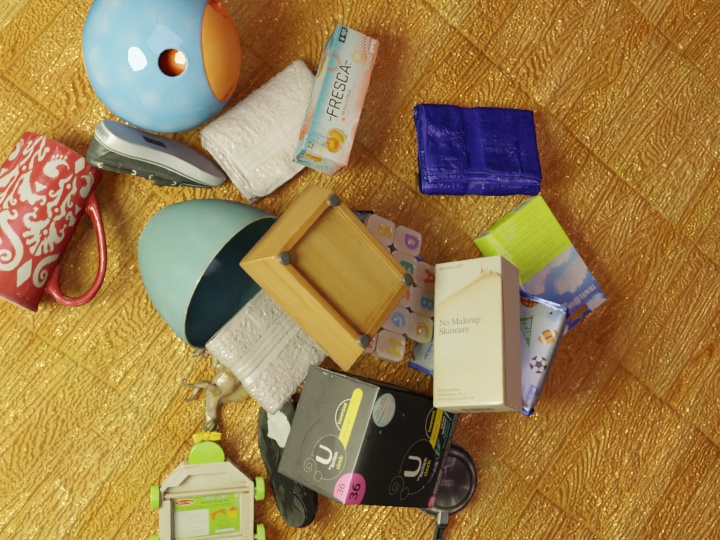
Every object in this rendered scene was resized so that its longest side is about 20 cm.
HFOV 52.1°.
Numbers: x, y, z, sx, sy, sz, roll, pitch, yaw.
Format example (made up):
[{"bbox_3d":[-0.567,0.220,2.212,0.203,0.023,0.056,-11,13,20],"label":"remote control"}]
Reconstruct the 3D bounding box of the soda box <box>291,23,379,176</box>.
[{"bbox_3d":[-0.035,-0.241,1.049,0.068,0.064,0.200,19,75,-18],"label":"soda box"}]

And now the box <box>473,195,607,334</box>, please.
[{"bbox_3d":[0.286,-0.003,1.165,0.122,0.048,0.200,-37,97,-13],"label":"box"}]

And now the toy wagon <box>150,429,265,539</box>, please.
[{"bbox_3d":[-0.210,0.317,1.018,0.155,0.040,0.200,0,92,-15],"label":"toy wagon"}]

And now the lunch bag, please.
[{"bbox_3d":[0.187,0.102,1.093,0.200,0.124,0.170,19,84,19],"label":"lunch bag"}]

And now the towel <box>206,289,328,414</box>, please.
[{"bbox_3d":[-0.099,0.082,1.002,0.133,0.034,0.200,49,55,-9],"label":"towel"}]

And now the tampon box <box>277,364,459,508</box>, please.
[{"bbox_3d":[0.017,0.227,0.998,0.200,0.126,0.150,22,82,-49],"label":"tampon box"}]

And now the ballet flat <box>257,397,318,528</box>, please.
[{"bbox_3d":[-0.105,0.268,1.059,0.066,0.057,0.200,-11,86,12],"label":"ballet flat"}]

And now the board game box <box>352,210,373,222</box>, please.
[{"bbox_3d":[-0.030,0.011,1.093,0.105,0.023,0.200,0,87,-17],"label":"board game box"}]

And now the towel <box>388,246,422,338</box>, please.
[{"bbox_3d":[0.000,0.000,1.054,0.200,0.024,0.147,28,61,-25],"label":"towel"}]

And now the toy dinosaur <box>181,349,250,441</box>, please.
[{"bbox_3d":[-0.184,0.139,1.040,0.101,0.058,0.200,39,86,-26],"label":"toy dinosaur"}]

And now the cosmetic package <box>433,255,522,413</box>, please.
[{"bbox_3d":[0.159,0.089,1.001,0.073,0.103,0.200,27,59,-54],"label":"cosmetic package"}]

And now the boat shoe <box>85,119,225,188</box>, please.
[{"bbox_3d":[-0.272,-0.143,0.985,0.200,0.069,0.057,17,118,-49],"label":"boat shoe"}]

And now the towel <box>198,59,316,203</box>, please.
[{"bbox_3d":[-0.122,-0.203,1.070,0.200,0.034,0.133,-42,99,-13],"label":"towel"}]

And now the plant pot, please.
[{"bbox_3d":[-0.213,-0.016,0.975,0.135,0.200,0.200,31,79,16],"label":"plant pot"}]

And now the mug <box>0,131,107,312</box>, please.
[{"bbox_3d":[-0.415,-0.055,0.954,0.178,0.133,0.200,37,72,-46],"label":"mug"}]

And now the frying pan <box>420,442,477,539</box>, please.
[{"bbox_3d":[0.111,0.353,1.118,0.115,0.031,0.190,28,78,-11],"label":"frying pan"}]

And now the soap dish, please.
[{"bbox_3d":[-0.033,0.005,0.953,0.200,0.081,0.157,47,60,-14],"label":"soap dish"}]

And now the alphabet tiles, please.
[{"bbox_3d":[0.033,0.024,1.045,0.196,0.015,0.200,21,68,-29],"label":"alphabet tiles"}]

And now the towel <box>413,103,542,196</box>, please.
[{"bbox_3d":[0.183,-0.187,1.133,0.200,0.050,0.148,0,78,-15],"label":"towel"}]

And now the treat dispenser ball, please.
[{"bbox_3d":[-0.254,-0.279,0.951,0.201,0.201,0.201,1,88,-15],"label":"treat dispenser ball"}]
